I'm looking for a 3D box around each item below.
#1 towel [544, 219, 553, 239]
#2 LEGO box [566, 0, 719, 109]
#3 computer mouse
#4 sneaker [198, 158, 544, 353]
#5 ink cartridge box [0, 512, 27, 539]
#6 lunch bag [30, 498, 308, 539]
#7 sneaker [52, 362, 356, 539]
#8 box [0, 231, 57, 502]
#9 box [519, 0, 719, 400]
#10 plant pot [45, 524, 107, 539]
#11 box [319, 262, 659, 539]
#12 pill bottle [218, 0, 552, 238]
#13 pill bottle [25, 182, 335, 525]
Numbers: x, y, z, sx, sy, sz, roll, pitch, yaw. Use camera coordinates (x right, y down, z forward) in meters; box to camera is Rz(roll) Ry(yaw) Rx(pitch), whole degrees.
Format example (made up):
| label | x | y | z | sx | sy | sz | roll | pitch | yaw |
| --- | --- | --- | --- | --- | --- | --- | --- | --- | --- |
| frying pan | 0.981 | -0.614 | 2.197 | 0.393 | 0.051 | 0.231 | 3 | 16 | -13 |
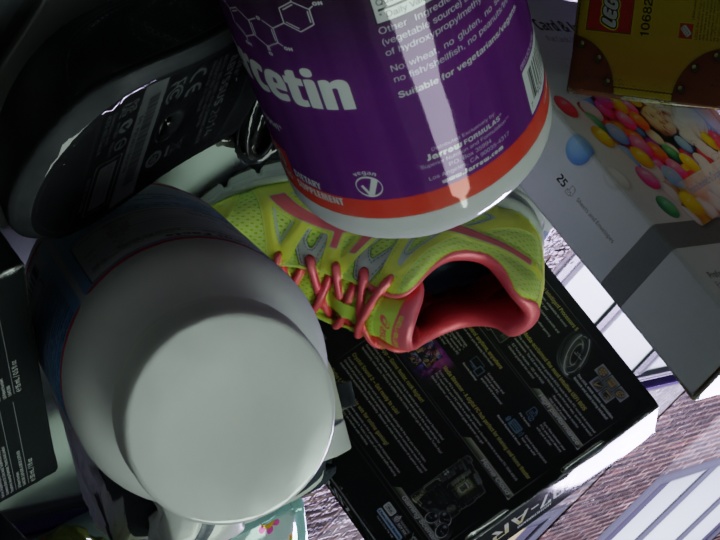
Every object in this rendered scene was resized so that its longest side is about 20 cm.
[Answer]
| label | x | y | z | sx | sy | sz | roll | pitch | yaw |
| --- | --- | --- | --- | --- | --- | --- | --- | --- | --- |
| towel | 0.100 | -0.062 | 1.127 | 0.146 | 0.024 | 0.200 | -12 | 147 | -46 |
| LEGO box | 0.166 | -0.168 | 0.810 | 0.148 | 0.077 | 0.202 | -3 | 102 | -54 |
| computer mouse | -0.085 | -0.078 | 0.786 | 0.200 | 0.053 | 0.139 | -33 | 159 | -46 |
| sneaker | 0.000 | 0.000 | 0.935 | 0.198 | 0.091 | 0.078 | -5 | 137 | -5 |
| ink cartridge box | -0.220 | 0.142 | 0.914 | 0.099 | 0.039 | 0.200 | -31 | -160 | -19 |
| lunch bag | -0.126 | 0.194 | 1.156 | 0.170 | 0.122 | 0.200 | -25 | 161 | -26 |
| sneaker | -0.071 | 0.080 | 0.954 | 0.129 | 0.080 | 0.199 | -19 | -173 | -21 |
| box | -0.211 | 0.052 | 0.800 | 0.141 | 0.079 | 0.200 | -32 | 158 | -20 |
| box | 0.129 | -0.038 | 0.838 | 0.155 | 0.200 | 0.041 | -4 | 140 | -53 |
| plant pot | -0.146 | 0.234 | 0.920 | 0.191 | 0.199 | 0.200 | -55 | 159 | -5 |
| box | 0.033 | 0.046 | 1.000 | 0.160 | 0.200 | 0.044 | -34 | 158 | -10 |
| pill bottle | 0.001 | -0.115 | 0.706 | 0.112 | 0.112 | 0.201 | -33 | 135 | -12 |
| pill bottle | -0.076 | 0.032 | 0.795 | 0.108 | 0.109 | 0.200 | -35 | -159 | -6 |
